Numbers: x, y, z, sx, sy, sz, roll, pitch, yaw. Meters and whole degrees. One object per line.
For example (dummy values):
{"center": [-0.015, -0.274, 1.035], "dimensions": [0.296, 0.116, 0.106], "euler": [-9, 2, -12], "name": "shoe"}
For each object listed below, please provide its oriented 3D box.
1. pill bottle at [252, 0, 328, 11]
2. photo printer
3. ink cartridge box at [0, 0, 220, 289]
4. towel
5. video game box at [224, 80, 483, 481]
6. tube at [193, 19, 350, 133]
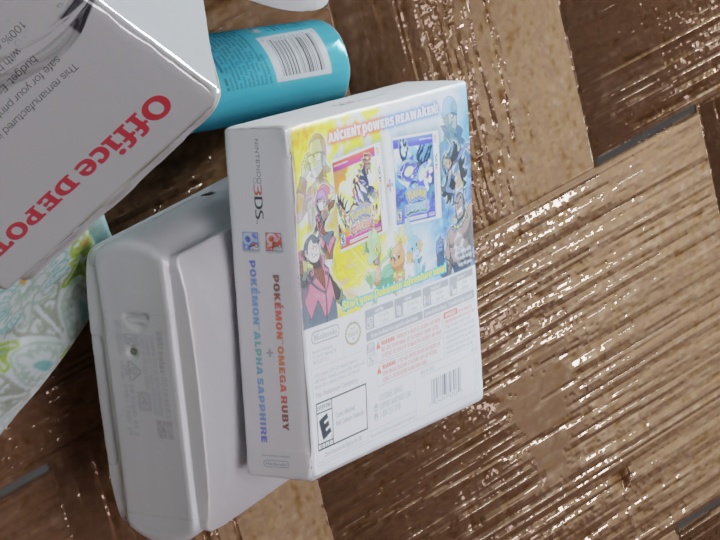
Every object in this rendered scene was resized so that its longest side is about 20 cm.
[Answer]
{"center": [-0.023, -0.243, 1.498], "dimensions": [0.114, 0.114, 0.201], "euler": [3, 119, -39], "name": "pill bottle"}
{"center": [-0.062, 0.034, 1.547], "dimensions": [0.200, 0.069, 0.167], "euler": [-30, 120, -56], "name": "photo printer"}
{"center": [-0.181, -0.105, 1.254], "dimensions": [0.145, 0.084, 0.200], "euler": [-40, 125, 21], "name": "ink cartridge box"}
{"center": [-0.196, 0.013, 1.428], "dimensions": [0.171, 0.048, 0.200], "euler": [-52, 157, -19], "name": "towel"}
{"center": [0.000, 0.000, 1.537], "dimensions": [0.200, 0.047, 0.183], "euler": [-19, 110, -59], "name": "video game box"}
{"center": [-0.096, -0.098, 1.531], "dimensions": [0.199, 0.077, 0.051], "euler": [-11, 131, -39], "name": "tube"}
